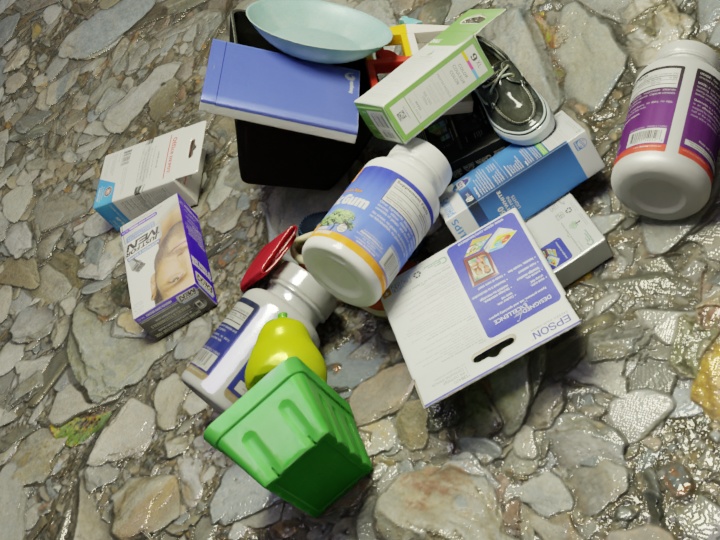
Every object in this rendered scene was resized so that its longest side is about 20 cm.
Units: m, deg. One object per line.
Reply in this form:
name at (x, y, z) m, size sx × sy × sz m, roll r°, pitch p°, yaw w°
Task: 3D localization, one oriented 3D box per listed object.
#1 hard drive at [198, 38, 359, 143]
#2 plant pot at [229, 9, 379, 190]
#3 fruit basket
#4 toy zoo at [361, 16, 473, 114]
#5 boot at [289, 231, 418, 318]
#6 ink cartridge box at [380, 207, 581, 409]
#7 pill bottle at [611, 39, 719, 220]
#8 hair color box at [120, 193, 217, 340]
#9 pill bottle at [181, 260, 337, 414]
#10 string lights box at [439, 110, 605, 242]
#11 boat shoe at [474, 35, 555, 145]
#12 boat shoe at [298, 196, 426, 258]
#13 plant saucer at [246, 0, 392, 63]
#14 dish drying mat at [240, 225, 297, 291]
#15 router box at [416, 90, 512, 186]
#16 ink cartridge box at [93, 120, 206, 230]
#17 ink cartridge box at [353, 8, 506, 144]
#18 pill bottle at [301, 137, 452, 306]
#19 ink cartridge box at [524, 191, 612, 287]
hard drive at (-0.100, -0.231, 1.416) m, size 0.198 × 0.026 × 0.133 m, roll 11°, pitch 45°, yaw -9°
plant pot at (-0.094, -0.227, 1.560) m, size 0.197 × 0.178 × 0.201 m, roll 4°, pitch 47°, yaw -16°
fruit basket at (-0.089, 0.157, 1.267) m, size 0.155 × 0.216 × 0.216 m, roll -40°, pitch 44°, yaw -1°
toy zoo at (0.073, -0.280, 1.504) m, size 0.130 × 0.021 × 0.201 m, roll -6°, pitch 48°, yaw -4°
boot at (0.000, 0.000, 1.402) m, size 0.198 × 0.107 × 0.076 m, roll 6°, pitch 58°, yaw 34°
ink cartridge box at (0.133, 0.048, 1.266) m, size 0.196 × 0.047 × 0.201 m, roll -29°, pitch 46°, yaw 8°
pill bottle at (0.364, -0.167, 1.287) m, size 0.111 × 0.113 × 0.202 m, roll 1°, pitch 57°, yaw 34°
hair color box at (-0.285, -0.009, 1.626) m, size 0.109 × 0.065 × 0.201 m, roll -30°, pitch 47°, yaw 9°
pill bottle at (-0.122, 0.093, 1.398) m, size 0.119 × 0.120 × 0.201 m, roll 26°, pitch 73°, yaw 43°
string lights box at (0.192, -0.110, 1.371) m, size 0.199 × 0.059 × 0.103 m, roll -33°, pitch 22°, yaw 7°
boat shoe at (0.174, -0.229, 1.398) m, size 0.072 × 0.071 × 0.200 m, roll -37°, pitch 42°, yaw 4°
boat shoe at (-0.005, -0.065, 1.480) m, size 0.198 × 0.069 × 0.085 m, roll -1°, pitch 56°, yaw 33°
plant saucer at (-0.057, -0.315, 1.484) m, size 0.199 × 0.039 × 0.202 m, roll 8°, pitch 29°, yaw -5°
dish drying mat at (-0.124, -0.013, 1.472) m, size 0.077 × 0.018 × 0.200 m, roll -55°, pitch 9°, yaw -14°
router box at (0.133, -0.200, 1.499) m, size 0.149 × 0.062 × 0.201 m, roll -25°, pitch 46°, yaw 12°
ink cartridge box at (-0.316, -0.150, 1.752) m, size 0.198 × 0.068 × 0.117 m, roll -16°, pitch 49°, yaw 23°
ink cartridge box at (0.097, -0.243, 1.376) m, size 0.200 × 0.060 × 0.104 m, roll -40°, pitch 21°, yaw -9°
pill bottle at (0.026, -0.064, 1.335) m, size 0.111 × 0.113 × 0.201 m, roll 13°, pitch 55°, yaw 39°
ink cartridge box at (0.193, -0.003, 1.325) m, size 0.199 × 0.039 × 0.100 m, roll -32°, pitch 45°, yaw 6°
